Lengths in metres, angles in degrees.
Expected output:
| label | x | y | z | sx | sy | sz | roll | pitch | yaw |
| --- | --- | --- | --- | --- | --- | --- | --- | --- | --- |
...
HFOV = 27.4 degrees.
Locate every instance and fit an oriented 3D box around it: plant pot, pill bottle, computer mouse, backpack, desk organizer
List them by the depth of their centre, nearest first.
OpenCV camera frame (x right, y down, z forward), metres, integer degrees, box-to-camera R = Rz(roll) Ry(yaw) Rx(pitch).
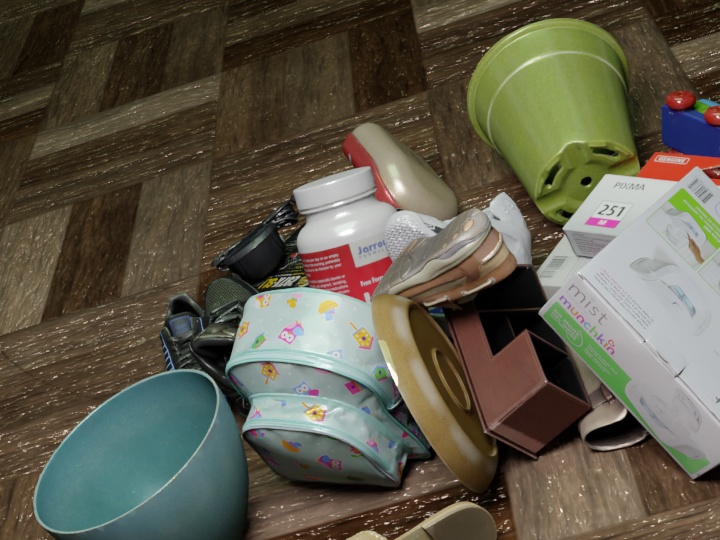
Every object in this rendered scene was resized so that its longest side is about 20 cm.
| label | x | y | z | sx | sy | sz | roll | pitch | yaw |
| --- | --- | --- | --- | --- | --- | --- | --- | --- | --- |
| plant pot | 0.073 | 0.104 | 1.328 | 0.027 | 0.200 | 0.200 | -30 | 27 | 14 |
| plant pot | -0.181 | 0.209 | 1.367 | 0.199 | 0.135 | 0.200 | -25 | 28 | 15 |
| backpack | -0.032 | 0.110 | 1.388 | 0.175 | 0.200 | 0.154 | 1 | 50 | 31 |
| desk organizer | 0.141 | 0.069 | 1.393 | 0.077 | 0.072 | 0.200 | -43 | 38 | 24 |
| pill bottle | 0.000 | 0.000 | 1.528 | 0.112 | 0.201 | 0.112 | -17 | 8 | 3 |
| plant pot | 0.238 | -0.153 | 1.700 | 0.199 | 0.200 | 0.190 | -18 | 42 | 5 |
| computer mouse | -0.100 | -0.036 | 1.722 | 0.140 | 0.046 | 0.200 | -40 | 7 | -10 |

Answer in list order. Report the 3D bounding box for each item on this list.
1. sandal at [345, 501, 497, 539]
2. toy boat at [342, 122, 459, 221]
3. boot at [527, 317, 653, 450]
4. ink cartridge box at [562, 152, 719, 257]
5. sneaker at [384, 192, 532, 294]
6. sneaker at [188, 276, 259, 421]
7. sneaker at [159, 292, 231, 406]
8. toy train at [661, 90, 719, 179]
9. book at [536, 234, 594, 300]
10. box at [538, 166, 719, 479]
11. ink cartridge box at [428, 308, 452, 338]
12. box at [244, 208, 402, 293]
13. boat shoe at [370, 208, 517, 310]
| label | x | y | z | sx | sy | sz | roll | pitch | yaw |
| --- | --- | --- | --- | --- | --- | --- | --- | --- | --- |
| sandal | 0.013 | 0.257 | 1.266 | 0.211 | 0.078 | 0.070 | -23 | 9 | -16 |
| toy boat | 0.028 | -0.082 | 1.782 | 0.131 | 0.130 | 0.200 | -50 | 28 | 9 |
| boot | 0.219 | 0.104 | 1.381 | 0.199 | 0.070 | 0.147 | -19 | 38 | 28 |
| ink cartridge box | 0.336 | -0.074 | 1.522 | 0.200 | 0.044 | 0.174 | 11 | 51 | 45 |
| sneaker | 0.105 | -0.032 | 1.518 | 0.075 | 0.200 | 0.115 | -33 | 39 | 39 |
| sneaker | -0.136 | 0.061 | 1.570 | 0.076 | 0.114 | 0.200 | -24 | 47 | 7 |
| sneaker | -0.190 | 0.098 | 1.632 | 0.070 | 0.078 | 0.200 | -21 | 29 | -1 |
| toy train | 0.437 | -0.150 | 1.656 | 0.115 | 0.085 | 0.200 | -17 | 26 | -21 |
| book | 0.292 | -0.011 | 1.543 | 0.199 | 0.048 | 0.134 | 5 | 40 | 40 |
| box | 0.291 | 0.044 | 1.282 | 0.176 | 0.200 | 0.097 | -39 | -8 | -28 |
| ink cartridge box | 0.068 | 0.029 | 1.628 | 0.199 | 0.037 | 0.095 | 8 | 40 | 38 |
| box | -0.049 | -0.001 | 1.688 | 0.160 | 0.049 | 0.200 | -45 | 22 | -30 |
| boat shoe | 0.075 | 0.009 | 1.390 | 0.076 | 0.072 | 0.200 | -55 | 13 | -27 |
